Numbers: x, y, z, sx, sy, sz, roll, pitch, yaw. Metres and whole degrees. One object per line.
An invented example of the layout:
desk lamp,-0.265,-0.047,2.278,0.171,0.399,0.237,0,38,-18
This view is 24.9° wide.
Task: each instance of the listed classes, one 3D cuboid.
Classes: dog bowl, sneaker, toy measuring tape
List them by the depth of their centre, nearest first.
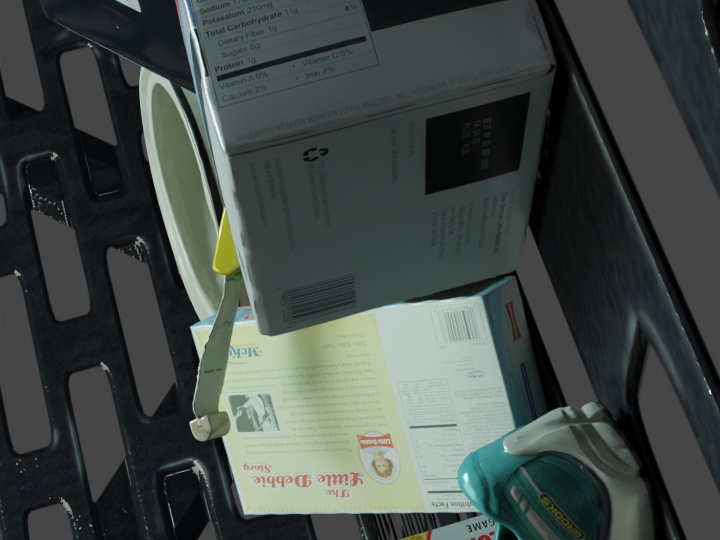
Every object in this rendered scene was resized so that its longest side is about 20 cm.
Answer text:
sneaker,0.084,0.138,0.715,0.078,0.079,0.201,-112,8,-53
toy measuring tape,-0.038,0.000,0.839,0.074,0.073,0.201,-125,47,-76
dog bowl,-0.086,-0.054,1.097,0.200,0.073,0.201,165,90,-74

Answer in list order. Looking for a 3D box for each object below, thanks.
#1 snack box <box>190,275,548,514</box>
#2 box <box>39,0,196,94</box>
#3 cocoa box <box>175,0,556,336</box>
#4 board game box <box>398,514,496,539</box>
snack box,0.005,0.072,0.877,0.037,0.199,0.117,-28,-73,-51
box,-0.079,-0.215,0.779,0.104,0.183,0.200,28,164,8
cocoa box,-0.003,-0.078,0.702,0.200,0.133,0.132,86,168,-68
board game box,0.029,0.201,0.832,0.046,0.199,0.152,-112,7,-49
